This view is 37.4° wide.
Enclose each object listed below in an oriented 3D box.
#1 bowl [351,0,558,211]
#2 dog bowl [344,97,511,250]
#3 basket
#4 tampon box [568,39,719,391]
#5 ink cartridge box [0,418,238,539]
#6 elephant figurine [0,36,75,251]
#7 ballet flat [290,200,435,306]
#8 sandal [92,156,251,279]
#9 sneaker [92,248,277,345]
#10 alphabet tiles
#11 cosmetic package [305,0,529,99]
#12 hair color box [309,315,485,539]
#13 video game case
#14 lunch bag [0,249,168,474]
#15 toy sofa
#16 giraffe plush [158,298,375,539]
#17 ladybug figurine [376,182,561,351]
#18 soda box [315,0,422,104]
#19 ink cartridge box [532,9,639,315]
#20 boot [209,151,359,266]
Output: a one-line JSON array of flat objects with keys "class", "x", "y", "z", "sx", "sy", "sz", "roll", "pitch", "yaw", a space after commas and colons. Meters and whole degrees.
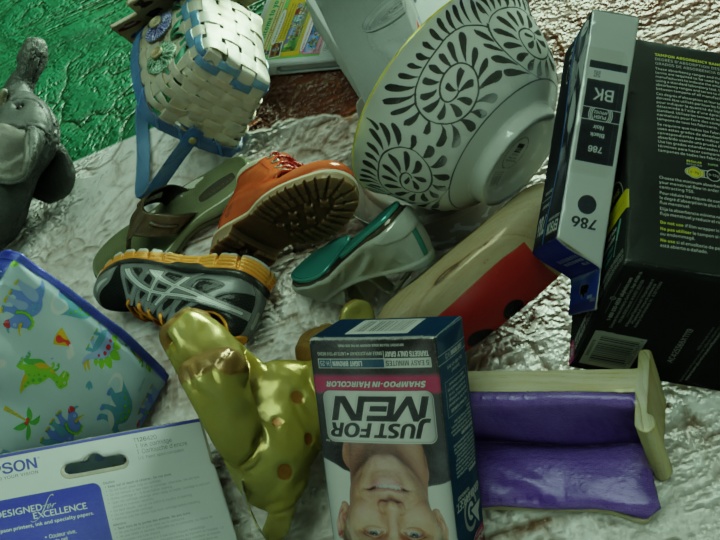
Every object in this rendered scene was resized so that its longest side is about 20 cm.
[{"class": "bowl", "x": 0.095, "y": -0.115, "z": 0.845, "sx": 0.200, "sy": 0.201, "sz": 0.094, "roll": -43, "pitch": 65, "yaw": -9}, {"class": "dog bowl", "x": 0.068, "y": -0.106, "z": 1.003, "sx": 0.196, "sy": 0.059, "sz": 0.203, "roll": -14, "pitch": 51, "yaw": 18}, {"class": "basket", "x": -0.190, "y": -0.194, "z": 1.154, "sx": 0.200, "sy": 0.137, "sz": 0.178, "roll": -49, "pitch": 37, "yaw": 32}, {"class": "tampon box", "x": 0.234, "y": -0.040, "z": 0.789, "sx": 0.124, "sy": 0.151, "sz": 0.203, "roll": 9, "pitch": 57, "yaw": 0}, {"class": "ink cartridge box", "x": -0.192, "y": 0.223, "z": 0.826, "sx": 0.194, "sy": 0.048, "sz": 0.202, "roll": -7, "pitch": 47, "yaw": -23}, {"class": "elephant figurine", "x": -0.387, "y": -0.129, "z": 1.188, "sx": 0.199, "sy": 0.156, "sz": 0.142, "roll": -38, "pitch": 26, "yaw": 7}, {"class": "ballet flat", "x": 0.000, "y": 0.000, "z": 0.934, "sx": 0.199, "sy": 0.069, "sz": 0.070, "roll": -28, "pitch": 34, "yaw": 58}, {"class": "sandal", "x": -0.199, "y": -0.061, "z": 1.102, "sx": 0.200, "sy": 0.058, "sz": 0.080, "roll": -39, "pitch": 48, "yaw": -5}, {"class": "sneaker", "x": -0.177, "y": 0.029, "z": 1.016, "sx": 0.196, "sy": 0.078, "sz": 0.079, "roll": -2, "pitch": 64, "yaw": 27}, {"class": "alphabet tiles", "x": -0.186, "y": -0.293, "z": 1.190, "sx": 0.164, "sy": 0.200, "sz": 0.006, "roll": -26, "pitch": 85, "yaw": 6}, {"class": "cosmetic package", "x": 0.058, "y": -0.276, "z": 1.119, "sx": 0.198, "sy": 0.052, "sz": 0.152, "roll": -28, "pitch": 56, "yaw": -3}, {"class": "hair color box", "x": 0.029, "y": 0.139, "z": 0.760, "sx": 0.098, "sy": 0.204, "sz": 0.060, "roll": -3, "pitch": 10, "yaw": 25}, {"class": "video game case", "x": -0.031, "y": -0.309, "z": 1.226, "sx": 0.179, "sy": 0.022, "sz": 0.203, "roll": 0, "pitch": 58, "yaw": 26}, {"class": "lunch bag", "x": -0.289, "y": 0.106, "z": 0.929, "sx": 0.125, "sy": 0.201, "sz": 0.172, "roll": 7, "pitch": 60, "yaw": 29}, {"class": "toy sofa", "x": 0.126, "y": 0.122, "z": 0.790, "sx": 0.196, "sy": 0.083, "sz": 0.099, "roll": -3, "pitch": 54, "yaw": 25}, {"class": "giraffe plush", "x": -0.047, "y": 0.099, "z": 0.855, "sx": 0.160, "sy": 0.174, "sz": 0.201, "roll": -29, "pitch": 52, "yaw": -10}, {"class": "ladybug figurine", "x": 0.095, "y": 0.011, "z": 0.869, "sx": 0.199, "sy": 0.136, "sz": 0.072, "roll": -40, "pitch": 89, "yaw": 16}, {"class": "soda box", "x": 0.024, "y": -0.189, "z": 0.912, "sx": 0.067, "sy": 0.201, "sz": 0.064, "roll": -15, "pitch": 50, "yaw": 13}, {"class": "ink cartridge box", "x": 0.157, "y": -0.072, "z": 0.761, "sx": 0.038, "sy": 0.099, "sz": 0.204, "roll": 9, "pitch": 84, "yaw": 0}, {"class": "boot", "x": -0.069, "y": -0.077, "z": 0.996, "sx": 0.198, "sy": 0.074, "sz": 0.109, "roll": -21, "pitch": 46, "yaw": 46}]
